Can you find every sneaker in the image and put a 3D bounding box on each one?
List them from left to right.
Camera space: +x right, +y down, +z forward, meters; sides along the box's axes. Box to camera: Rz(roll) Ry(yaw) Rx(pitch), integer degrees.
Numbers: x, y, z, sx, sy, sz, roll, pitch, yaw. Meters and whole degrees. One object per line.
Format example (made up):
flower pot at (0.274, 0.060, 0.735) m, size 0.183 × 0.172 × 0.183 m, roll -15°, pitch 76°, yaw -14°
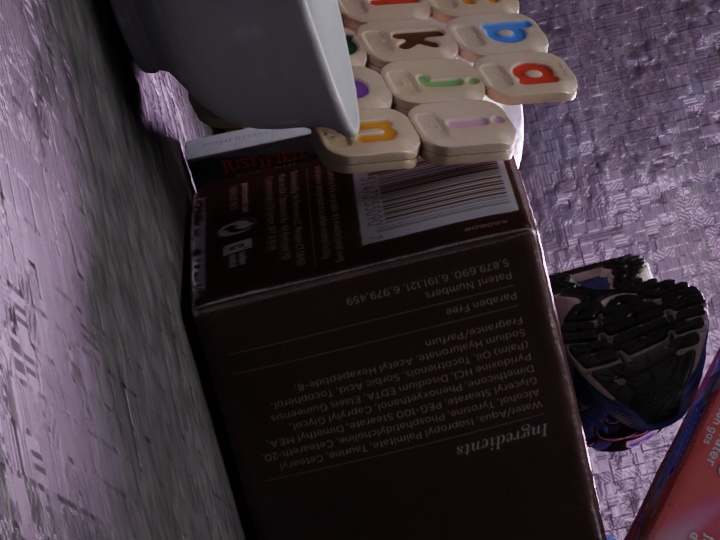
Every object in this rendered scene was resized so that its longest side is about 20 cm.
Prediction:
sneaker at (0.144, 0.053, 1.289) m, size 0.200 × 0.078 × 0.089 m, roll -100°, pitch 173°, yaw -78°

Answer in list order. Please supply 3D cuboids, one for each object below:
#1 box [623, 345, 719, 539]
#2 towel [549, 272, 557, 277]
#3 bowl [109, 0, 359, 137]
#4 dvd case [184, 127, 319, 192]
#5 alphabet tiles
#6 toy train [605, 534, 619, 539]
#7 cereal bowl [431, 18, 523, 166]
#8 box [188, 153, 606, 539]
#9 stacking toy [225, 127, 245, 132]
box at (0.206, 0.094, 1.229) m, size 0.200 × 0.095 × 0.103 m, roll -62°, pitch 177°, yaw -11°
towel at (0.081, 0.114, 1.426) m, size 0.145 × 0.024 × 0.200 m, roll 126°, pitch -22°, yaw -63°
bowl at (-0.069, -0.147, 1.138) m, size 0.201 × 0.090 × 0.201 m, roll -16°, pitch 90°, yaw -85°
dvd case at (0.000, 0.000, 1.332) m, size 0.022 × 0.146 × 0.200 m, roll -95°, pitch 171°, yaw -51°
alphabet tiles at (0.000, -0.109, 1.248) m, size 0.200 × 0.195 × 0.015 m, roll -119°, pitch -151°, yaw -50°
toy train at (0.114, 0.220, 1.279) m, size 0.114 × 0.200 × 0.087 m, roll 34°, pitch -36°, yaw 24°
cereal bowl at (0.000, -0.095, 1.589) m, size 0.083 × 0.200 × 0.200 m, roll -19°, pitch 97°, yaw -58°
box at (0.019, 0.057, 1.221) m, size 0.166 × 0.164 × 0.200 m, roll -99°, pitch 175°, yaw -69°
stacking toy at (-0.045, -0.089, 1.515) m, size 0.116 × 0.110 × 0.200 m, roll -104°, pitch -170°, yaw -65°
